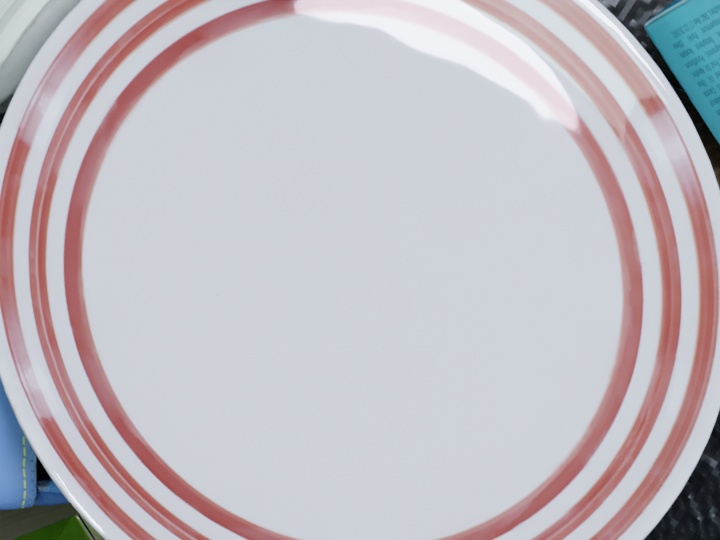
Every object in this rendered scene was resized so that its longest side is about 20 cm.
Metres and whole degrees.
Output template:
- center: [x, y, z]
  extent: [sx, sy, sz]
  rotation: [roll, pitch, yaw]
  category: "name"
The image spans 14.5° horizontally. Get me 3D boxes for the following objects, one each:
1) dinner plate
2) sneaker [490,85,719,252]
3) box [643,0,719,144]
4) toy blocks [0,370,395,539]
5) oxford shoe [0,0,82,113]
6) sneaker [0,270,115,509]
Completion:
- center: [0.000, 0.000, 0.733]
  extent: [0.199, 0.024, 0.202]
  rotation: [4, 72, -13]
  category: "dinner plate"
- center: [0.027, -0.014, 0.814]
  extent: [0.198, 0.073, 0.085]
  rotation: [8, 134, 0]
  category: "sneaker"
- center: [0.169, -0.010, 0.772]
  extent: [0.082, 0.049, 0.201]
  rotation: [-34, 93, -24]
  category: "box"
- center: [-0.038, 0.111, 0.822]
  extent: [0.199, 0.100, 0.137]
  rotation: [-22, 109, 27]
  category: "toy blocks"
- center: [-0.028, -0.102, 0.778]
  extent: [0.200, 0.075, 0.058]
  rotation: [-39, 92, -7]
  category: "oxford shoe"
- center: [-0.113, 0.027, 0.733]
  extent: [0.082, 0.199, 0.075]
  rotation: [11, 105, 42]
  category: "sneaker"
